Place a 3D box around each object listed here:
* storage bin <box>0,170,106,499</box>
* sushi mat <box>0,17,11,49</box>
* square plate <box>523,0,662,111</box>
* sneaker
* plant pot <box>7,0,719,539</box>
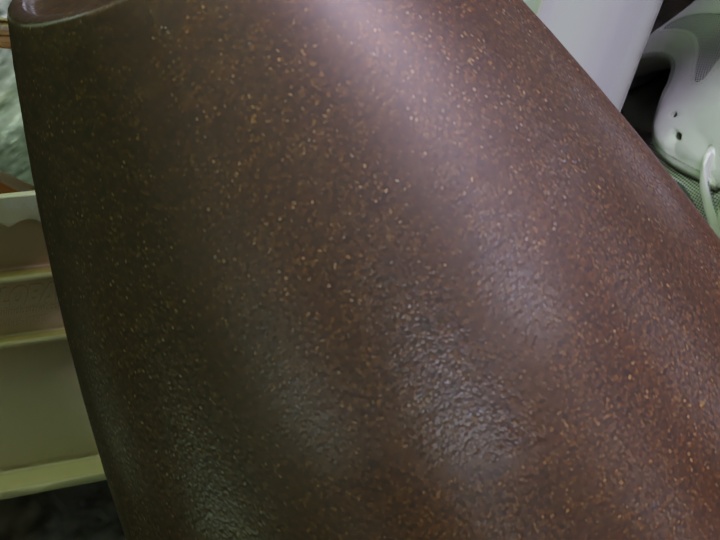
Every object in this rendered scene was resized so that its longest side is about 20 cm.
[{"bbox_3d":[-0.154,-0.009,0.811,0.198,0.094,0.200,-8,23,-43],"label":"storage bin"},{"bbox_3d":[-0.022,-0.059,0.871,0.199,0.096,0.012,7,79,33],"label":"sushi mat"},{"bbox_3d":[-0.001,-0.108,0.775,0.198,0.201,0.028,31,25,26],"label":"square plate"},{"bbox_3d":[0.128,-0.020,0.766,0.088,0.074,0.200,-26,31,0],"label":"sneaker"},{"bbox_3d":[0.000,0.000,0.669,0.186,0.200,0.187,-24,20,10],"label":"plant pot"}]
